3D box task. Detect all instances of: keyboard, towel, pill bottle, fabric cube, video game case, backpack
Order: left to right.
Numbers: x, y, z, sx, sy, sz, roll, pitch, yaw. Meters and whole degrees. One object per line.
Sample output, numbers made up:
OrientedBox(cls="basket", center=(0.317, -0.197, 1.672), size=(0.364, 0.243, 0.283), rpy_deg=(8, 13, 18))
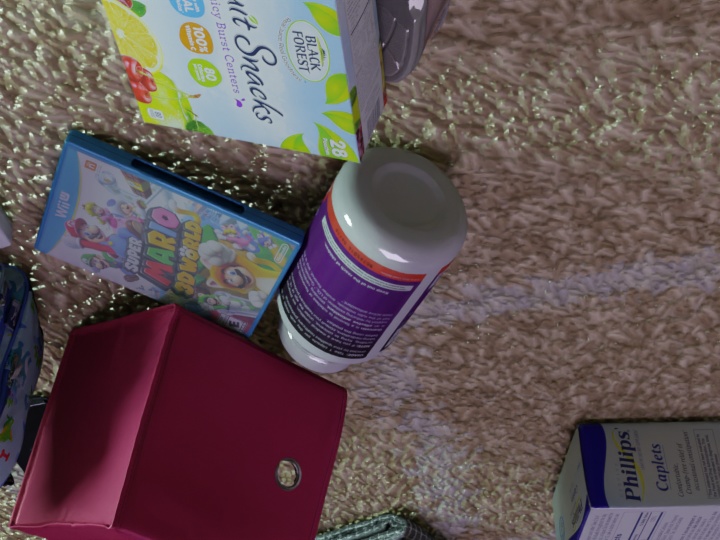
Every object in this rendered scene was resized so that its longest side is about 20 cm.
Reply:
OrientedBox(cls="backpack", center=(-0.370, 0.087, 1.027), size=(0.180, 0.202, 0.148), rpy_deg=(0, 144, -1))
OrientedBox(cls="keyboard", center=(-0.359, 0.196, 1.325), size=(0.125, 0.021, 0.201), rpy_deg=(-11, 142, 1))
OrientedBox(cls="video game case", center=(-0.159, -0.025, 1.003), size=(0.198, 0.018, 0.143), rpy_deg=(24, 139, -9))
OrientedBox(cls="fabric cube", center=(-0.161, 0.166, 1.106), size=(0.198, 0.198, 0.199), rpy_deg=(30, 154, -33))
OrientedBox(cls="pill bottle", center=(0.000, 0.000, 1.003), size=(0.111, 0.114, 0.200), rpy_deg=(13, 141, -19))
OrientedBox(cls="towel", center=(0.013, 0.383, 1.542), size=(0.198, 0.086, 0.166), rpy_deg=(-21, 141, 21))

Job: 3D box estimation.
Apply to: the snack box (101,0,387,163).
OrientedBox(cls="snack box", center=(-0.076, -0.170, 0.772), size=(0.167, 0.068, 0.201), rpy_deg=(13, 147, 15))

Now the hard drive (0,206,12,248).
OrientedBox(cls="hard drive", center=(-0.353, -0.063, 0.928), size=(0.130, 0.027, 0.200), rpy_deg=(-2, 159, -2))

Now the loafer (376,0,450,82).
OrientedBox(cls="loafer", center=(0.040, -0.211, 0.779), size=(0.072, 0.063, 0.201), rpy_deg=(36, 142, 15))

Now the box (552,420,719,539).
OrientedBox(cls="box", center=(0.327, 0.255, 1.364), size=(0.197, 0.106, 0.185), rpy_deg=(-1, 144, -3))
